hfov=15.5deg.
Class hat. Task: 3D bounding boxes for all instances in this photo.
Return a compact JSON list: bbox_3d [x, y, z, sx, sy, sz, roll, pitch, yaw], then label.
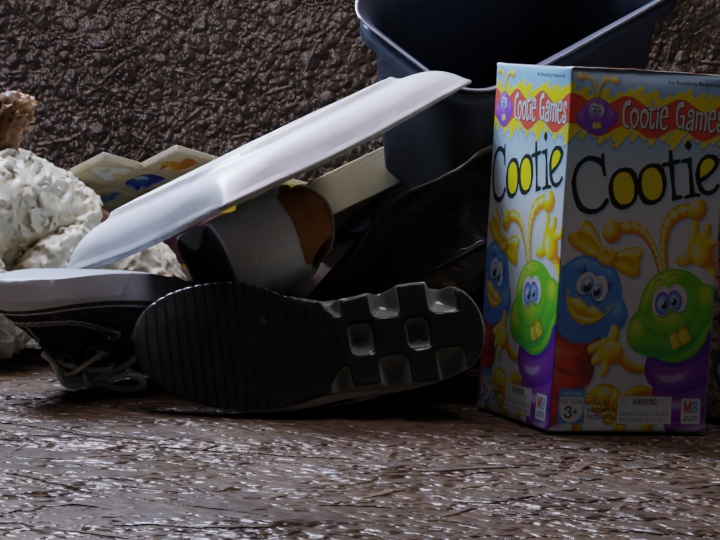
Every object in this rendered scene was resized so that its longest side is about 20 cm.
[{"bbox_3d":[0.049,0.016,1.598,0.081,0.201,0.200,49,22,17],"label":"hat"}]

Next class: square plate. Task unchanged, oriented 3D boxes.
[{"bbox_3d":[-0.060,-0.062,1.560,0.197,0.029,0.200,-30,6,-35],"label":"square plate"}]

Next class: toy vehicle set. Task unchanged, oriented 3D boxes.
[{"bbox_3d":[-0.025,-0.034,1.787,0.124,0.027,0.200,-27,-6,-30],"label":"toy vehicle set"}]

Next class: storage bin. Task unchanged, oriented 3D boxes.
[{"bbox_3d":[0.091,-0.130,1.678,0.199,0.135,0.145,-29,51,-30],"label":"storage bin"}]

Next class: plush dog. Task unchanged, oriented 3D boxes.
[{"bbox_3d":[-0.188,-0.007,1.675,0.171,0.161,0.200,28,-4,-21],"label":"plush dog"}]

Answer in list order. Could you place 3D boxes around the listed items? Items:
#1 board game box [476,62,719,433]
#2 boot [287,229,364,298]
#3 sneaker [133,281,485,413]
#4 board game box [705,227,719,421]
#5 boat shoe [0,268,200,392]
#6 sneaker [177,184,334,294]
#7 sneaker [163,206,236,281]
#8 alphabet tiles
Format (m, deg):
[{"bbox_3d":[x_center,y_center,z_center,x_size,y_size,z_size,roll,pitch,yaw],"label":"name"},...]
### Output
[{"bbox_3d":[0.137,-0.015,1.506,0.102,0.202,0.105,2,4,-22],"label":"board game box"},{"bbox_3d":[0.000,0.000,1.723,0.145,0.071,0.200,-28,3,-11],"label":"boot"},{"bbox_3d":[-0.036,0.049,1.493,0.198,0.075,0.088,1,-13,-18],"label":"sneaker"},{"bbox_3d":[0.267,0.012,1.533,0.096,0.161,0.199,0,5,-35],"label":"board game box"},{"bbox_3d":[-0.151,0.035,1.510,0.073,0.069,0.199,1,-3,16],"label":"boat shoe"},{"bbox_3d":[-0.057,-0.007,1.588,0.084,0.073,0.200,-25,1,-13],"label":"sneaker"},{"bbox_3d":[-0.146,0.014,1.795,0.074,0.091,0.200,1,-21,-33],"label":"sneaker"},{"bbox_3d":[-0.137,-0.042,1.792,0.166,0.006,0.199,-23,-24,36],"label":"alphabet tiles"}]
